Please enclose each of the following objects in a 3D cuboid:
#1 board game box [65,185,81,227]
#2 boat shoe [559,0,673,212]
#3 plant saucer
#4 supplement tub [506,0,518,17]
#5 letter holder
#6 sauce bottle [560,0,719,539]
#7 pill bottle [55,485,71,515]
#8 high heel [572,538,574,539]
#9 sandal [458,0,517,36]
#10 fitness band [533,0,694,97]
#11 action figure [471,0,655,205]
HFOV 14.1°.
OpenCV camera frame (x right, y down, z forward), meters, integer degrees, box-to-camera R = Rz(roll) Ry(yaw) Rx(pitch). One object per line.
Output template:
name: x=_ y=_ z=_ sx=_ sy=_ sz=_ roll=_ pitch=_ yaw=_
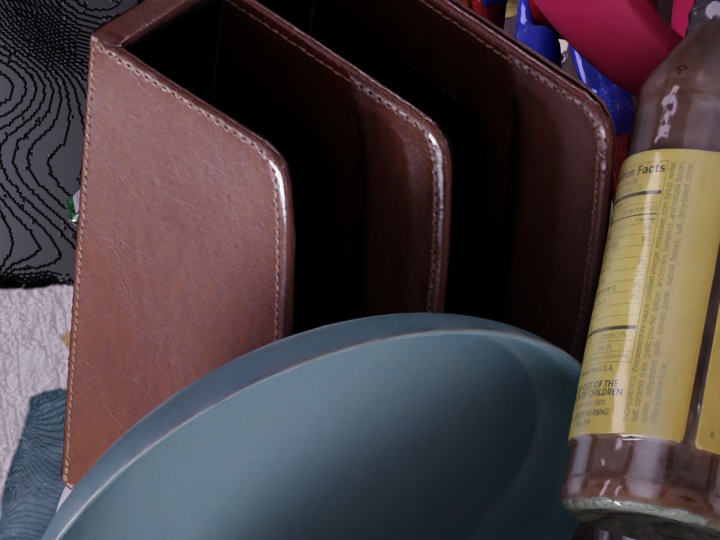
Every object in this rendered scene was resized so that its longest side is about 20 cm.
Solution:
board game box: x=0.000 y=0.000 z=1.062 sx=0.105 sy=0.200 sz=0.023 roll=-45 pitch=26 yaw=14
boat shoe: x=0.095 y=-0.069 z=1.064 sx=0.075 sy=0.068 sz=0.201 roll=125 pitch=157 yaw=-66
plant saucer: x=-0.016 y=0.078 z=0.901 sx=0.028 sy=0.199 sz=0.201 roll=62 pitch=148 yaw=35
supplement tub: x=0.062 y=-0.169 z=1.217 sx=0.200 sy=0.144 sz=0.146 roll=125 pitch=158 yaw=-72
letter holder: x=-0.009 y=0.013 z=0.929 sx=0.100 sy=0.142 sz=0.201 roll=-36 pitch=-31 yaw=-37
sauce bottle: x=0.108 y=-0.018 z=0.877 sx=0.065 sy=0.064 sz=0.201 roll=128 pitch=157 yaw=-74
pill bottle: x=-0.059 y=0.119 z=1.114 sx=0.200 sy=0.119 sz=0.120 roll=97 pitch=-178 yaw=-60
high heel: x=0.033 y=0.156 z=1.151 sx=0.200 sy=0.067 sz=0.096 roll=-53 pitch=10 yaw=41
sandal: x=0.073 y=-0.040 z=1.128 sx=0.079 sy=0.059 sz=0.208 roll=-73 pitch=-32 yaw=-77
fitness band: x=0.090 y=-0.141 z=0.975 sx=0.037 sy=0.144 sz=0.201 roll=-23 pitch=40 yaw=31
action figure: x=0.070 y=-0.082 z=1.002 sx=0.052 sy=0.065 sz=0.201 roll=43 pitch=-143 yaw=-53
